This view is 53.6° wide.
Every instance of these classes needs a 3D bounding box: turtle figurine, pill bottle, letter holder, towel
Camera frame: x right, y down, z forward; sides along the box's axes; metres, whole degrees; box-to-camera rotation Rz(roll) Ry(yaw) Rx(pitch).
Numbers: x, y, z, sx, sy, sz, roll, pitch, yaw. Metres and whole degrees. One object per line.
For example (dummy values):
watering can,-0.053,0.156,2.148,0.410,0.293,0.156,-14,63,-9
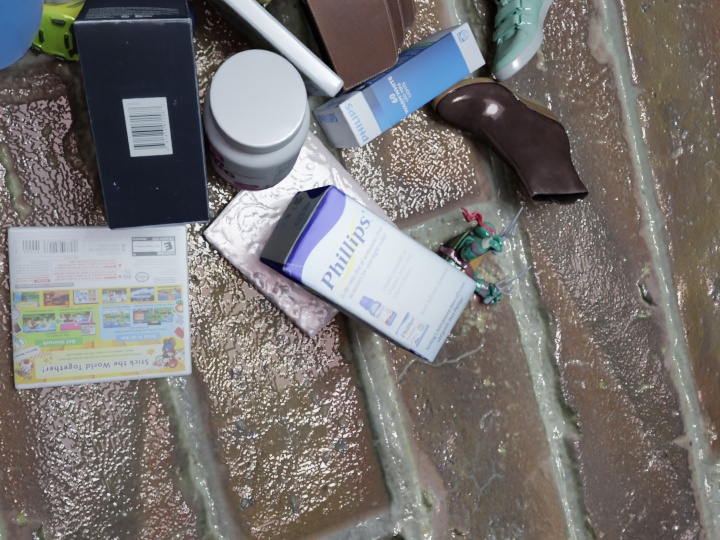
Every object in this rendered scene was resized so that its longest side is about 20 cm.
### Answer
turtle figurine,0.145,0.003,0.956,0.201,0.100,0.150,-51,147,-8
pill bottle,-0.115,-0.159,0.778,0.112,0.200,0.115,1,86,-10
letter holder,-0.005,-0.340,0.826,0.141,0.101,0.201,-25,127,1
towel,-0.068,-0.047,0.912,0.200,0.032,0.191,46,80,-15

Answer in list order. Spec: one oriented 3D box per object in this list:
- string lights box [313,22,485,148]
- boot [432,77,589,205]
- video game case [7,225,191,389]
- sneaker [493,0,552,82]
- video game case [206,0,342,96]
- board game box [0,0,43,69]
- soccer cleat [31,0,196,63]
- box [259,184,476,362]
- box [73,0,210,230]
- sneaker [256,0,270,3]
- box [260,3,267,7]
string lights box,0.047,-0.233,0.902,0.199,0.103,0.059,-36,110,-13
boot,0.200,-0.167,0.939,0.198,0.073,0.168,2,56,-25
video game case,-0.303,0.039,0.841,0.197,0.023,0.185,-2,93,-20
sneaker,0.187,-0.349,0.946,0.118,0.073,0.202,34,60,-22
video game case,-0.112,-0.269,0.799,0.199,0.182,0.023,40,94,-17
board game box,-0.409,-0.317,0.751,0.156,0.039,0.202,-18,110,22
soccer cleat,-0.289,-0.287,0.818,0.197,0.065,0.085,-5,57,-10
box,0.000,0.000,0.824,0.199,0.184,0.106,33,85,-15
box,-0.218,-0.173,0.738,0.103,0.183,0.202,-5,120,-11
sneaker,-0.141,-0.401,0.793,0.090,0.075,0.201,-37,105,-8
box,-0.175,-0.402,0.847,0.199,0.050,0.076,39,81,-16
